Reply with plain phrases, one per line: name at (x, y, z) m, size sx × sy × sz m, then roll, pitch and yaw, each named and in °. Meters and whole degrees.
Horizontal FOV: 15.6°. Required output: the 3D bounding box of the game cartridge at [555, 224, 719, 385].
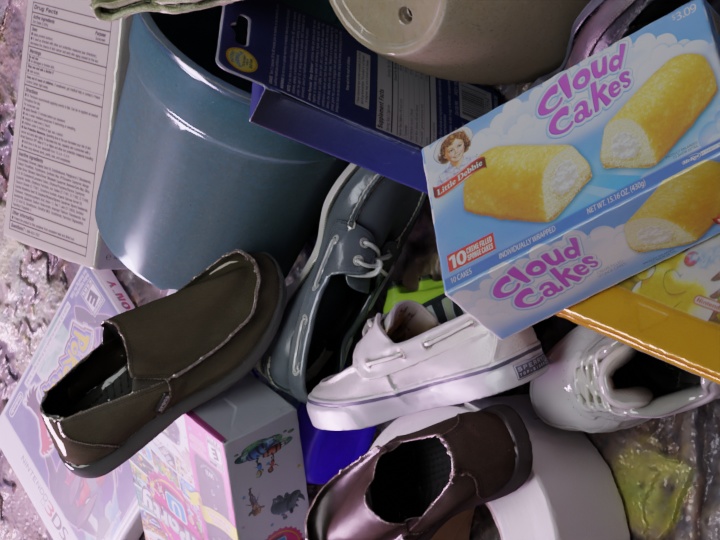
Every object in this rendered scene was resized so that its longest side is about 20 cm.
game cartridge at (0.214, -0.040, 1.526) m, size 0.176 × 0.032 × 0.201 m, roll 23°, pitch 82°, yaw 45°

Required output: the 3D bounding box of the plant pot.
plant pot at (-0.087, -0.096, 1.817) m, size 0.200 × 0.199 × 0.197 m, roll 52°, pitch 135°, yaw 33°

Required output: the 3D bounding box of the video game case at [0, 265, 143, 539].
video game case at (-0.209, 0.123, 2.069) m, size 0.183 × 0.023 × 0.201 m, roll 54°, pitch 128°, yaw 32°

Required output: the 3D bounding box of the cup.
cup at (0.059, -0.200, 1.635) m, size 0.199 × 0.143 × 0.202 m, roll 18°, pitch 119°, yaw 36°

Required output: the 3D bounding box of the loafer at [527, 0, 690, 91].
loafer at (0.156, -0.117, 1.617) m, size 0.063 × 0.072 × 0.200 m, roll 65°, pitch 145°, yaw 21°

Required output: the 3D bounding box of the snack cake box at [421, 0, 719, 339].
snack cake box at (0.139, -0.058, 1.532) m, size 0.199 × 0.067 × 0.116 m, roll -28°, pitch 49°, yaw 23°

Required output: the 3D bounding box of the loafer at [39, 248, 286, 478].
loafer at (-0.134, 0.057, 1.760) m, size 0.200 × 0.070 × 0.075 m, roll -43°, pitch 47°, yaw 1°

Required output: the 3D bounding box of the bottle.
bottle at (-0.068, 0.068, 1.878) m, size 0.200 × 0.065 × 0.084 m, roll 42°, pitch 125°, yaw 39°

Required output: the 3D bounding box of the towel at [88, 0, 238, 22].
towel at (-0.085, -0.214, 1.716) m, size 0.147 × 0.200 × 0.037 m, roll -4°, pitch 118°, yaw 20°

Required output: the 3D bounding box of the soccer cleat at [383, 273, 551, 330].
soccer cleat at (0.087, 0.033, 1.711) m, size 0.200 × 0.067 × 0.082 m, roll -15°, pitch 85°, yaw 54°

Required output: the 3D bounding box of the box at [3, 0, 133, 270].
box at (-0.181, -0.110, 1.967) m, size 0.128 × 0.108 × 0.201 m, roll 19°, pitch 105°, yaw 47°

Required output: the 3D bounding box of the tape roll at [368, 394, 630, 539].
tape roll at (0.081, 0.183, 1.713) m, size 0.202 × 0.070 × 0.204 m, roll 2°, pitch 92°, yaw 48°

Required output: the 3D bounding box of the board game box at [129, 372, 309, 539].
board game box at (-0.101, 0.154, 1.859) m, size 0.147 × 0.064 × 0.201 m, roll 35°, pitch 144°, yaw 43°

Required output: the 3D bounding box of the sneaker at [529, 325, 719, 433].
sneaker at (0.163, 0.058, 1.593) m, size 0.199 × 0.099 × 0.078 m, roll -23°, pitch 85°, yaw 47°

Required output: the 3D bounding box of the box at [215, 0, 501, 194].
box at (-0.003, -0.111, 1.679) m, size 0.121 × 0.199 × 0.033 m, roll -87°, pitch 24°, yaw -58°

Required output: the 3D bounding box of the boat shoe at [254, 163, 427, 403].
boat shoe at (0.000, 0.000, 1.766) m, size 0.201 × 0.073 × 0.062 m, roll -58°, pitch 40°, yaw 10°

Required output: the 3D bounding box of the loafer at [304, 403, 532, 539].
loafer at (0.021, 0.136, 1.673) m, size 0.200 × 0.071 × 0.073 m, roll -37°, pitch 65°, yaw 42°

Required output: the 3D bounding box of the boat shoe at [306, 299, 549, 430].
boat shoe at (0.033, 0.053, 1.684) m, size 0.199 × 0.071 × 0.070 m, roll -16°, pitch 95°, yaw 49°
